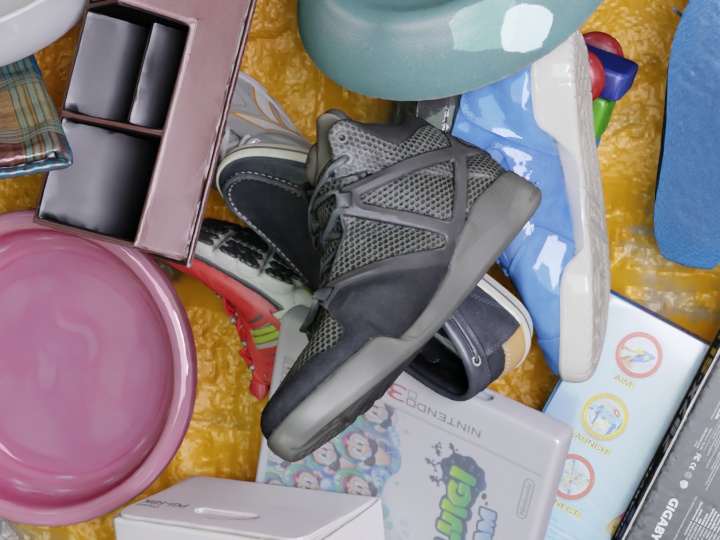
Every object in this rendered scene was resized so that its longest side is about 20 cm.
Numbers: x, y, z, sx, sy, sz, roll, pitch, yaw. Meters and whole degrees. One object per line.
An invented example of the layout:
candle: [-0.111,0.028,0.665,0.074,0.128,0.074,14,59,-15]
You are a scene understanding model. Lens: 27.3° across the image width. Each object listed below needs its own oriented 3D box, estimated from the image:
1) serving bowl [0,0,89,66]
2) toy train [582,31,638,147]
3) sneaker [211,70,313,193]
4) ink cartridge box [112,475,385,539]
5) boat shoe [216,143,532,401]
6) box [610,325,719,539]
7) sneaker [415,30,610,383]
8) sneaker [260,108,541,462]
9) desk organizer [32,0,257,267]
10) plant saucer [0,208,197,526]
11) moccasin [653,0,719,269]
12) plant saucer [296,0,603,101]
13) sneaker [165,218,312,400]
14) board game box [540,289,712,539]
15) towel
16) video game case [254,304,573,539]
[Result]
serving bowl: [-0.240,-0.185,0.907,0.200,0.066,0.200,-3,49,4]
toy train: [0.054,-0.108,0.891,0.200,0.085,0.116,22,112,12]
sneaker: [-0.067,-0.070,0.900,0.200,0.092,0.076,33,98,8]
ink cartridge box: [-0.057,0.231,0.877,0.147,0.083,0.200,2,103,32]
boat shoe: [0.000,0.000,0.806,0.200,0.062,0.075,36,140,7]
box: [0.251,0.108,0.816,0.160,0.049,0.200,26,96,6]
sneaker: [0.076,-0.033,0.826,0.111,0.077,0.200,-3,109,19]
sneaker: [-0.007,-0.002,0.728,0.114,0.076,0.199,37,64,4]
desk organizer: [-0.118,-0.110,0.840,0.077,0.072,0.200,14,89,-26]
plant saucer: [-0.195,0.060,0.945,0.200,0.051,0.201,1,93,14]
moccasin: [0.205,-0.102,0.840,0.080,0.068,0.200,22,117,15]
plant saucer: [0.049,-0.182,0.815,0.200,0.036,0.200,-14,51,19]
sneaker: [-0.056,0.035,0.914,0.200,0.077,0.085,33,106,10]
board game box: [0.188,0.143,0.881,0.200,0.056,0.196,29,96,8]
towel: [-0.252,-0.092,0.853,0.147,0.200,0.022,-12,119,-15]
video game case: [0.019,0.141,0.870,0.182,0.024,0.200,23,120,23]
